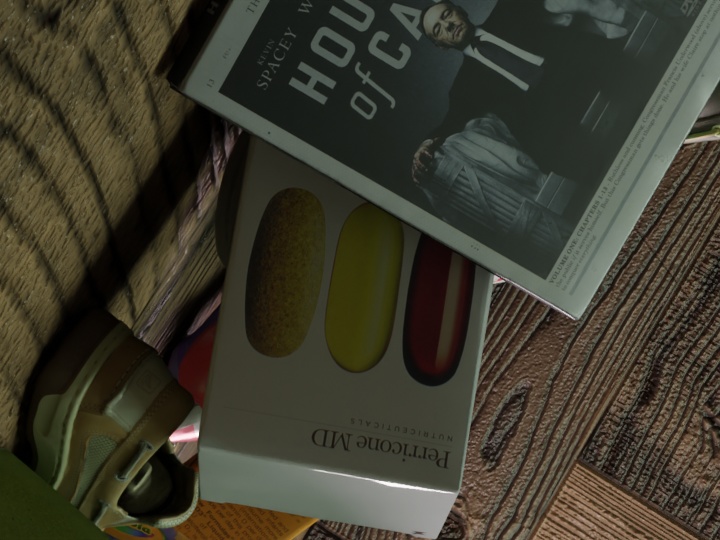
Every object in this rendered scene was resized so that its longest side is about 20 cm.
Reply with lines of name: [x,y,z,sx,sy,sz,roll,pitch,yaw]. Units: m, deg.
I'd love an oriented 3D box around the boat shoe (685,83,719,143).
boat shoe: [0.148,-0.092,1.346,0.072,0.061,0.201,-32,-169,-28]

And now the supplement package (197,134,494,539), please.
supplement package: [0.000,0.000,1.033,0.110,0.113,0.202,101,-3,-73]

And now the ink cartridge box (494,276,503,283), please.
ink cartridge box: [0.041,-0.043,1.275,0.200,0.145,0.085,84,-3,-79]

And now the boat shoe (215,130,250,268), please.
boat shoe: [-0.006,-0.077,1.145,0.060,0.073,0.201,78,35,-75]

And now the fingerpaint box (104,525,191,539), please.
fingerpaint box: [-0.098,0.214,1.187,0.074,0.199,0.167,-60,175,30]

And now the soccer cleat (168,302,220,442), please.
soccer cleat: [-0.069,0.041,1.316,0.076,0.067,0.200,-22,-167,12]

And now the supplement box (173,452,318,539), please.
supplement box: [-0.073,0.129,1.324,0.200,0.069,0.067,-40,-176,29]

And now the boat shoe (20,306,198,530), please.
boat shoe: [-0.108,0.090,1.072,0.072,0.076,0.200,-57,174,-23]

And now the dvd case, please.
dvd case: [0.044,-0.089,0.939,0.151,0.199,0.025,-60,-154,4]

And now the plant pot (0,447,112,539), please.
plant pot: [-0.114,0.205,0.994,0.188,0.199,0.187,-58,175,-8]
